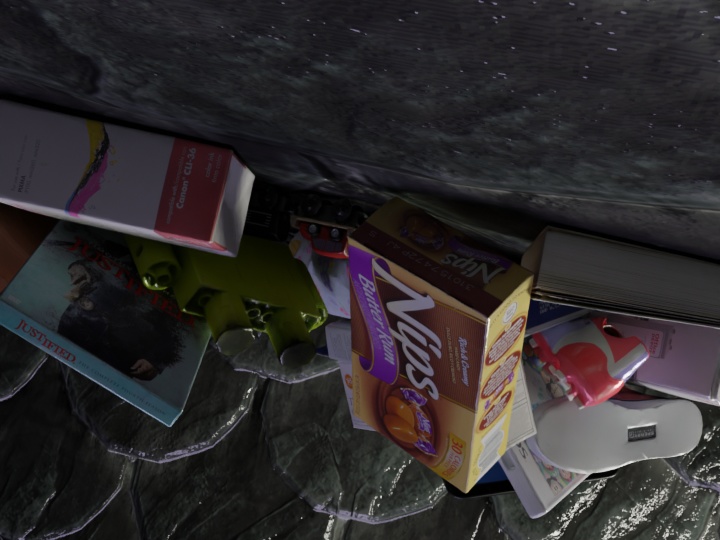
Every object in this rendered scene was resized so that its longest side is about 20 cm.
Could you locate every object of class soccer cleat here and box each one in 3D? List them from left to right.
[{"bbox_3d":[0.197,0.066,0.934,0.067,0.076,0.200,58,-176,-12],"label":"soccer cleat"}]

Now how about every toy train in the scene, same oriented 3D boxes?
[{"bbox_3d":[-0.021,-0.032,0.797,0.199,0.046,0.034,12,176,26],"label":"toy train"}]

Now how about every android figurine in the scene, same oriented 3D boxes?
[{"bbox_3d":[-0.107,-0.006,0.841,0.182,0.041,0.200,17,-148,-42],"label":"android figurine"}]

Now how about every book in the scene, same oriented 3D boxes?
[{"bbox_3d":[0.215,0.015,0.716,0.199,0.048,0.134,10,178,4],"label":"book"}]

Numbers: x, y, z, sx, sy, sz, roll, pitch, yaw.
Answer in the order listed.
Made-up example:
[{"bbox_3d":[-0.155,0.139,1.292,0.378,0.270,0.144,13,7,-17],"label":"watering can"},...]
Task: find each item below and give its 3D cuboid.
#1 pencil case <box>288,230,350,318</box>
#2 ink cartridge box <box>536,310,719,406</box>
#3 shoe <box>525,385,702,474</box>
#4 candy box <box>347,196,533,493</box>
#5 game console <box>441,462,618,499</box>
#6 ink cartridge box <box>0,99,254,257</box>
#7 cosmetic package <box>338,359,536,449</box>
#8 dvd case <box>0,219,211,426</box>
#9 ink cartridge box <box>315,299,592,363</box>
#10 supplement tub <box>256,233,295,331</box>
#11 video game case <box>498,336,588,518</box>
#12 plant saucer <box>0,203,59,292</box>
[{"bbox_3d":[0.000,0.000,0.902,0.091,0.083,0.200,60,161,-14],"label":"pencil case"},{"bbox_3d":[0.299,0.078,1.011,0.146,0.083,0.200,17,176,-42],"label":"ink cartridge box"},{"bbox_3d":[0.219,0.145,0.975,0.199,0.072,0.091,1,-178,-28],"label":"shoe"},{"bbox_3d":[0.052,0.057,0.734,0.116,0.056,0.200,32,145,27],"label":"candy box"},{"bbox_3d":[0.168,0.128,1.095,0.199,0.177,0.116,-4,-167,-18],"label":"game console"},{"bbox_3d":[-0.183,-0.065,0.722,0.199,0.068,0.116,12,177,2],"label":"ink cartridge box"},{"bbox_3d":[0.063,0.108,0.939,0.051,0.083,0.200,-17,-171,-38],"label":"cosmetic package"},{"bbox_3d":[-0.176,0.018,0.772,0.146,0.022,0.200,34,-157,-12],"label":"dvd case"},{"bbox_3d":[0.075,0.041,0.953,0.196,0.043,0.200,-18,-168,-27],"label":"ink cartridge box"},{"bbox_3d":[-0.147,-0.001,1.151,0.122,0.123,0.200,11,175,33],"label":"supplement tub"},{"bbox_3d":[0.172,0.126,1.020,0.024,0.182,0.200,-35,170,34],"label":"video game case"},{"bbox_3d":[-0.234,-0.029,0.836,0.200,0.032,0.201,32,-154,-18],"label":"plant saucer"}]
